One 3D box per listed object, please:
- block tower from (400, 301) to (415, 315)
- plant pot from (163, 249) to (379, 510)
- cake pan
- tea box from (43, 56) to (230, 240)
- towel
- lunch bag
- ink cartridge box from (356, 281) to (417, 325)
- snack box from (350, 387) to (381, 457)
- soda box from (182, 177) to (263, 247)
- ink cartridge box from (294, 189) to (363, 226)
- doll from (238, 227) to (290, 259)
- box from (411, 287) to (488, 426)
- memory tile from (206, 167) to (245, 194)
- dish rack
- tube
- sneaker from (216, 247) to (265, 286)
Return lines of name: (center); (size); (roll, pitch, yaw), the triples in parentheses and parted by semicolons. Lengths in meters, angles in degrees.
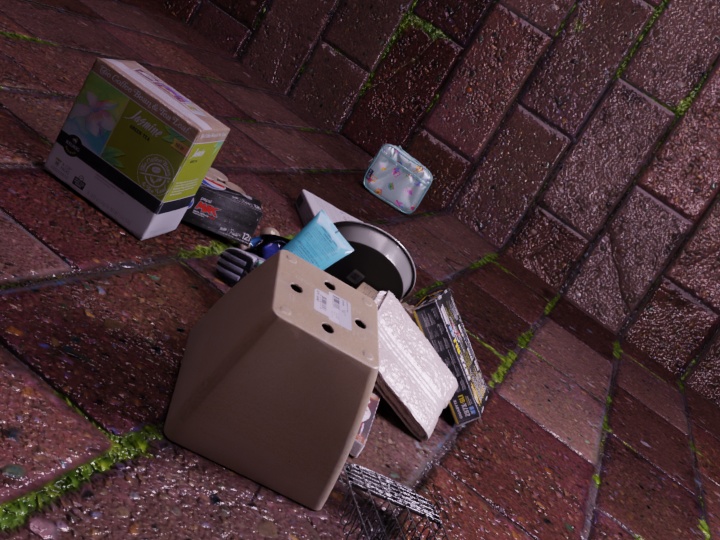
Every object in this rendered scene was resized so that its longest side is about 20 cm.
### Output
block tower: (0.068, 0.082, 1.775); (0.198, 0.058, 0.054); (36, 15, 16)
plant pot: (-0.080, 0.102, 1.057); (0.197, 0.178, 0.201); (28, 26, -15)
cake pan: (0.000, 0.000, 1.668); (0.198, 0.201, 0.037); (31, 49, -7)
tea box: (-0.344, -0.190, 1.462); (0.198, 0.199, 0.134); (33, 14, 5)
towel: (0.064, 0.137, 1.406); (0.201, 0.034, 0.133); (51, 43, -10)
lunch bag: (0.111, -0.281, 2.838); (0.198, 0.162, 0.077); (33, 14, -4)
ink cartridge box: (0.034, 0.109, 1.566); (0.163, 0.076, 0.200); (36, 14, 3)
snack box: (-0.016, 0.190, 1.294); (0.071, 0.025, 0.200); (32, 15, 0)
soda box: (-0.268, -0.116, 1.611); (0.197, 0.072, 0.064); (22, 16, -19)
ink cartridge box: (-0.053, -0.096, 2.110); (0.171, 0.044, 0.201); (29, 15, -23)
doll: (-0.151, -0.032, 1.669); (0.133, 0.050, 0.201); (5, 22, -16)
box: (0.153, 0.138, 1.574); (0.204, 0.048, 0.160); (69, 16, -2)
memory tile: (-0.284, -0.159, 1.861); (0.152, 0.017, 0.199); (38, 14, 15)
dish rack: (0.040, 0.293, 1.030); (0.152, 0.055, 0.200); (30, 13, -21)
tube: (-0.105, 0.000, 1.380); (0.078, 0.199, 0.050); (51, -16, -2)
sneaker: (-0.132, 0.018, 1.510); (0.198, 0.075, 0.088); (32, 9, -4)
